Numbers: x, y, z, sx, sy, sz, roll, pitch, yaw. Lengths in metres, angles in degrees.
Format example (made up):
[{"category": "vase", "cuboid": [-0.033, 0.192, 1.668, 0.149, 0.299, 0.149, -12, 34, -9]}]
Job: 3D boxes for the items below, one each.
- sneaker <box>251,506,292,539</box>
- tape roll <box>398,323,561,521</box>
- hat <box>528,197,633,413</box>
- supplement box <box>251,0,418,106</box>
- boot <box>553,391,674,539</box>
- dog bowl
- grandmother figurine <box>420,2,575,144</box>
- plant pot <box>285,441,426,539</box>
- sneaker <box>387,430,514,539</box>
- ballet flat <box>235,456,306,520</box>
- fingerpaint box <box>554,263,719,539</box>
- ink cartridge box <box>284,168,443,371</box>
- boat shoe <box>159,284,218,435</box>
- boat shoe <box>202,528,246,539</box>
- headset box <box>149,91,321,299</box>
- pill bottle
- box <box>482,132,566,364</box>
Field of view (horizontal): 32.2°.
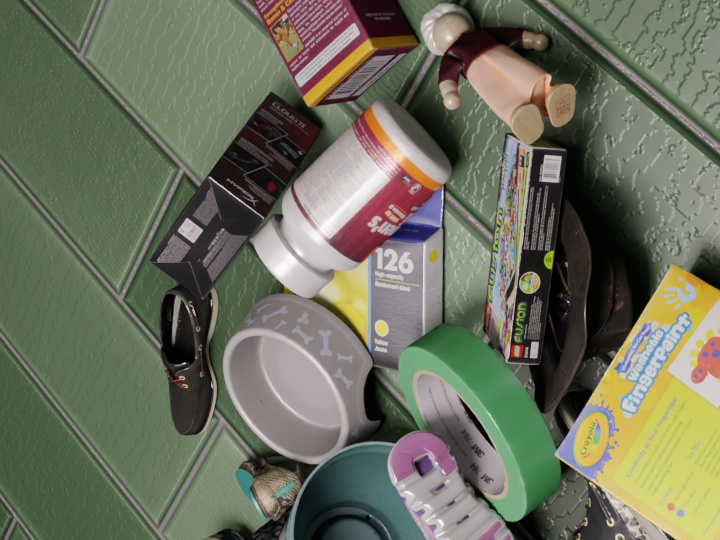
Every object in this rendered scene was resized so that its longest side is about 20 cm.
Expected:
[{"category": "sneaker", "cuboid": [-0.087, 0.324, 1.418, 0.074, 0.200, 0.080, -37, 86, 6]}, {"category": "tape roll", "cuboid": [0.115, 0.150, 1.233, 0.201, 0.048, 0.201, 47, 157, 27]}, {"category": "hat", "cuboid": [0.212, 0.035, 1.169, 0.201, 0.080, 0.203, -177, 90, -81]}, {"category": "supplement box", "cuboid": [-0.042, -0.287, 1.301, 0.110, 0.085, 0.202, -35, 78, 38]}, {"category": "boot", "cuboid": [0.225, 0.238, 1.217, 0.204, 0.073, 0.154, 53, 129, 18]}, {"category": "dog bowl", "cuboid": [-0.070, 0.128, 1.393, 0.199, 0.059, 0.202, 22, 131, 28]}, {"category": "grandmother figurine", "cuboid": [0.123, -0.198, 1.183, 0.200, 0.120, 0.061, 48, 154, 43]}, {"category": "plant pot", "cuboid": [0.005, 0.299, 1.343, 0.202, 0.199, 0.134, 60, 155, 11]}, {"category": "sneaker", "cuboid": [0.094, 0.256, 1.267, 0.201, 0.080, 0.088, 59, 169, 6]}, {"category": "ballet flat", "cuboid": [-0.098, 0.247, 1.454, 0.068, 0.075, 0.200, 60, 169, -2]}, {"category": "fingerpaint box", "cuboid": [0.296, 0.125, 1.092, 0.166, 0.073, 0.201, 32, 93, 28]}, {"category": "ink cartridge box", "cuboid": [0.000, 0.000, 1.358, 0.196, 0.047, 0.203, 9, 108, 37]}, {"category": "boat shoe", "cuboid": [-0.219, 0.112, 1.542, 0.073, 0.063, 0.204, 16, 110, 32]}, {"category": "boat shoe", "cuboid": [-0.121, 0.398, 1.529, 0.075, 0.062, 0.200, -41, 90, 31]}, {"category": "headset box", "cuboid": [-0.129, -0.088, 1.349, 0.075, 0.201, 0.149, 36, 130, -8]}, {"category": "pill bottle", "cuboid": [-0.011, -0.071, 1.276, 0.200, 0.109, 0.110, -44, 72, 17]}, {"category": "box", "cuboid": [0.155, -0.023, 1.189, 0.034, 0.110, 0.203, 3, 102, -8]}]
